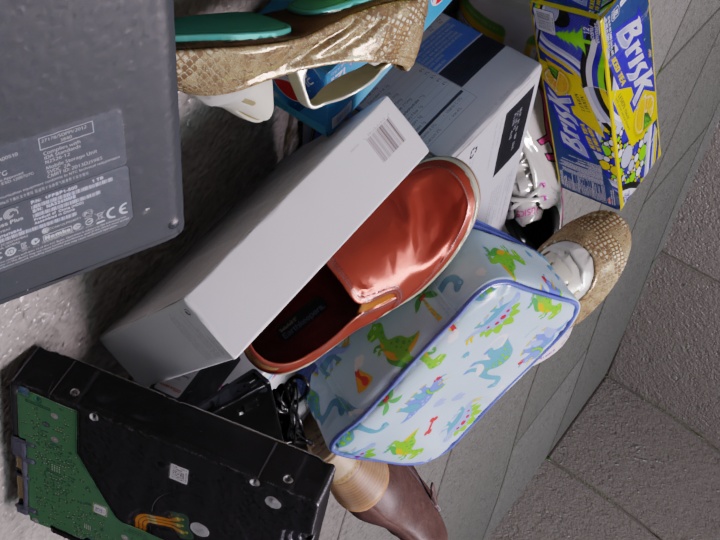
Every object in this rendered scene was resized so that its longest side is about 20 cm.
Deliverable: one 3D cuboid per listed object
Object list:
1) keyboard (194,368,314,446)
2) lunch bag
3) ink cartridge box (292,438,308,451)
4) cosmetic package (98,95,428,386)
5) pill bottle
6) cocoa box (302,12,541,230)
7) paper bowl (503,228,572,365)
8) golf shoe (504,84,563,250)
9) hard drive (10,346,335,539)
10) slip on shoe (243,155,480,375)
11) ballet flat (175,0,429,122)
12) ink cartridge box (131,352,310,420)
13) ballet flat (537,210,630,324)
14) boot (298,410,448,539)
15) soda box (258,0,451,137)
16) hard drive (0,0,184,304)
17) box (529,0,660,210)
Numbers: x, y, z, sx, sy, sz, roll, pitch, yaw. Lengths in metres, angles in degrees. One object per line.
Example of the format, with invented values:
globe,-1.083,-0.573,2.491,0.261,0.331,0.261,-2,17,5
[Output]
keyboard,-0.084,0.122,0.841,0.103,0.040,0.201,-27,151,-15
lunch bag,0.060,0.060,0.905,0.160,0.083,0.200,15,124,-49
ink cartridge box,-0.109,0.218,1.078,0.146,0.084,0.201,-17,134,-63
cosmetic package,-0.064,-0.016,0.774,0.200,0.052,0.150,-48,-164,-29
pill bottle,0.129,-0.173,1.071,0.111,0.110,0.201,-44,156,-38
cocoa box,0.040,-0.083,0.936,0.133,0.131,0.201,-46,157,-32
paper bowl,0.103,0.009,1.141,0.200,0.199,0.105,-38,131,-48
golf shoe,0.139,-0.088,1.012,0.072,0.093,0.201,-18,140,10
hard drive,-0.120,0.137,0.743,0.038,0.198,0.141,-62,168,-47
slip on shoe,0.000,0.000,0.799,0.199,0.074,0.061,-39,180,4
ballet flat,-0.043,-0.119,0.675,0.198,0.070,0.066,-17,119,-26
ink cartridge box,-0.105,0.102,0.913,0.201,0.082,0.146,-54,161,-18
ballet flat,0.145,0.029,0.996,0.200,0.071,0.065,-47,165,12
boot,0.000,0.150,1.048,0.072,0.201,0.166,-34,125,12
soda box,0.010,-0.187,0.802,0.200,0.067,0.064,-50,161,-27
hard drive,-0.149,-0.069,0.540,0.139,0.033,0.201,-22,146,-23
box,0.187,-0.146,0.937,0.070,0.064,0.201,-50,145,-24
